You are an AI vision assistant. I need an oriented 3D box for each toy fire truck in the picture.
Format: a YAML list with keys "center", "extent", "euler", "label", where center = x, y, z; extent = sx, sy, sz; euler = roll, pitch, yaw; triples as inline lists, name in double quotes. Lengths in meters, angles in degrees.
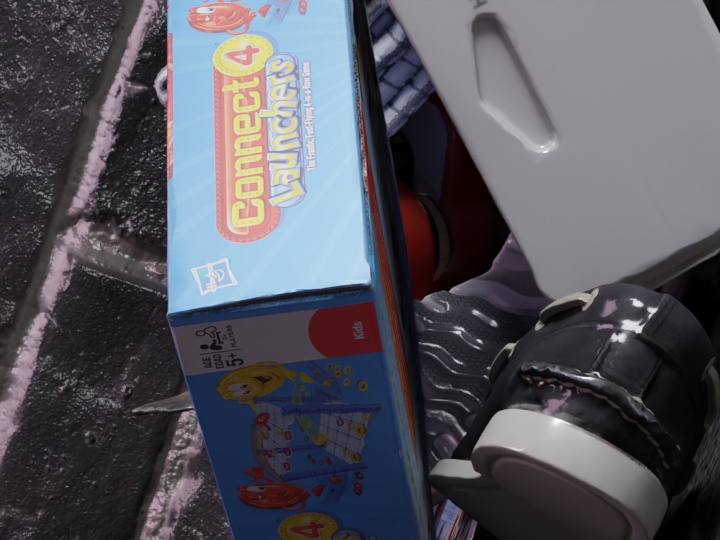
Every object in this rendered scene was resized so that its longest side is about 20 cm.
- center: [0.000, 0.000, 0.978]
  extent: [0.112, 0.168, 0.200]
  euler: [-14, -60, -38]
  label: "toy fire truck"

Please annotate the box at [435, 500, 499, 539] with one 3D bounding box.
- center: [0.035, 0.156, 0.850]
  extent: [0.200, 0.038, 0.137]
  euler: [112, 178, -85]
  label: "box"

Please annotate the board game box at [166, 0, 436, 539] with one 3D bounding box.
- center: [-0.016, 0.000, 0.696]
  extent: [0.200, 0.056, 0.196]
  euler: [79, -175, -48]
  label: "board game box"

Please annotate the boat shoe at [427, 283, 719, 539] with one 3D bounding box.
- center: [0.064, 0.051, 0.654]
  extent: [0.060, 0.074, 0.200]
  euler: [-60, -9, -12]
  label: "boat shoe"

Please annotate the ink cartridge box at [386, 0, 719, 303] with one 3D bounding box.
- center: [0.066, -0.076, 0.726]
  extent: [0.084, 0.146, 0.200]
  euler: [-28, 7, 6]
  label: "ink cartridge box"

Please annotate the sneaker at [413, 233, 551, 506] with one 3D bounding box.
- center: [0.059, 0.044, 0.860]
  extent: [0.200, 0.075, 0.082]
  euler: [-38, -35, -38]
  label: "sneaker"

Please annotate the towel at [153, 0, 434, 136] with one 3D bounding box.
- center: [-0.005, -0.138, 0.907]
  extent: [0.200, 0.086, 0.166]
  euler: [-47, 25, 14]
  label: "towel"

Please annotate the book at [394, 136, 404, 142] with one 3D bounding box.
- center: [0.092, -0.127, 1.060]
  extent: [0.133, 0.048, 0.200]
  euler: [-22, 20, 27]
  label: "book"

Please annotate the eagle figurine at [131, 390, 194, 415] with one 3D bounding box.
- center: [-0.003, 0.038, 1.159]
  extent: [0.151, 0.200, 0.152]
  euler: [98, -168, -89]
  label: "eagle figurine"
